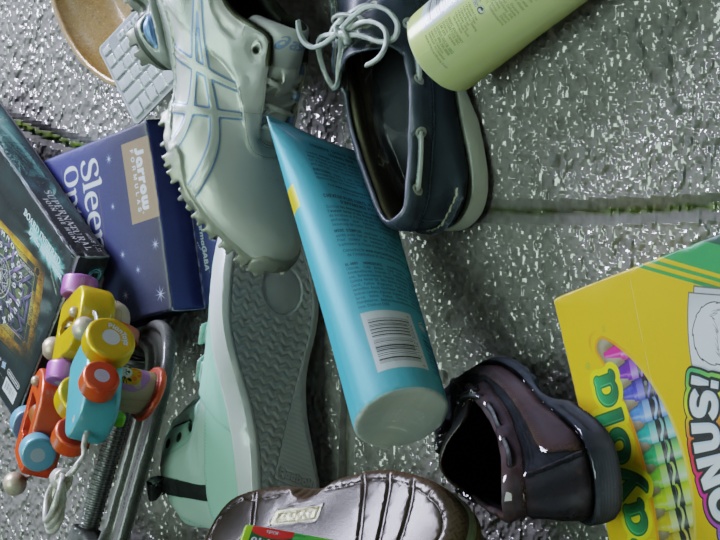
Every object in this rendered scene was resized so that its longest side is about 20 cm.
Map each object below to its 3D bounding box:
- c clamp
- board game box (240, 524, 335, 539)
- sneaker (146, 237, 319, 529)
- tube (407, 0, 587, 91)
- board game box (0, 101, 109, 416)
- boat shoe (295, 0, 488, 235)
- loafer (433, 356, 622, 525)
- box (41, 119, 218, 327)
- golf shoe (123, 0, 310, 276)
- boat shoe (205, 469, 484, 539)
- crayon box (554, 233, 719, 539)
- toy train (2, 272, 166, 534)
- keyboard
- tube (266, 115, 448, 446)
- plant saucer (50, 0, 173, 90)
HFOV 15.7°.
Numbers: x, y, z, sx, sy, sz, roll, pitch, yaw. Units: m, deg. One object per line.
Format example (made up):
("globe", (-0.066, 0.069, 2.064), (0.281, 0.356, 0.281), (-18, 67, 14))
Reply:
("c clamp", (-0.155, 0.119, 1.620), (0.171, 0.027, 0.201), (-126, 53, -73))
("board game box", (0.033, 0.197, 1.329), (0.199, 0.048, 0.102), (8, 130, 9))
("sneaker", (-0.084, 0.061, 1.543), (0.118, 0.073, 0.202), (-4, 88, 51))
("tube", (0.106, -0.163, 1.340), (0.058, 0.052, 0.200), (48, 128, -6))
("board game box", (-0.236, -0.018, 1.698), (0.200, 0.028, 0.136), (52, 130, 37))
("boat shoe", (0.012, -0.115, 1.433), (0.075, 0.062, 0.201), (-23, 76, 46))
("loafer", (0.068, 0.089, 1.332), (0.200, 0.063, 0.072), (-159, 60, -70))
("box", (-0.156, -0.022, 1.650), (0.200, 0.032, 0.122), (-17, 80, 47))
("golf shoe", (-0.065, -0.099, 1.468), (0.097, 0.078, 0.201), (-25, 83, 35))
("boat shoe", (0.004, 0.155, 1.417), (0.200, 0.076, 0.072), (-3, 51, 51))
("crayon box", (0.189, 0.085, 1.247), (0.172, 0.058, 0.201), (-24, 74, 46))
("toy train", (-0.164, 0.086, 1.566), (0.200, 0.055, 0.151), (-142, 66, -71))
("keyboard", (-0.091, -0.162, 1.532), (0.200, 0.011, 0.056), (-41, 64, 41))
("tube", (0.000, 0.000, 1.400), (0.050, 0.077, 0.201), (-40, 46, 29))
("plant saucer", (-0.124, -0.211, 1.601), (0.200, 0.035, 0.201), (2, 93, 47))
